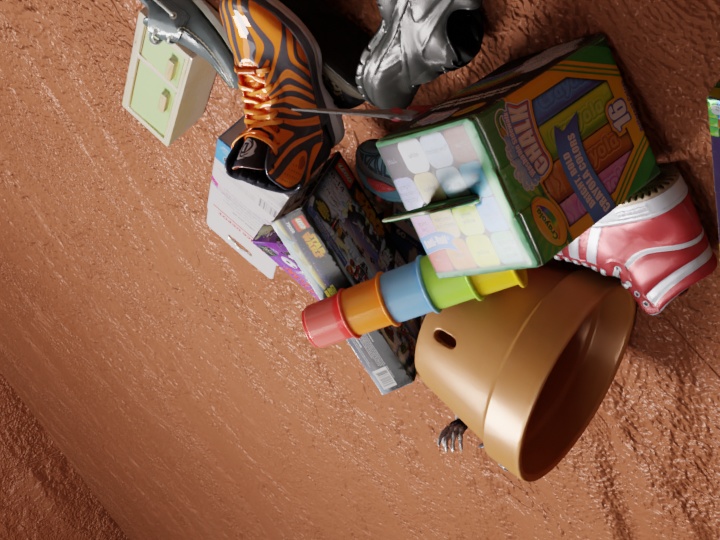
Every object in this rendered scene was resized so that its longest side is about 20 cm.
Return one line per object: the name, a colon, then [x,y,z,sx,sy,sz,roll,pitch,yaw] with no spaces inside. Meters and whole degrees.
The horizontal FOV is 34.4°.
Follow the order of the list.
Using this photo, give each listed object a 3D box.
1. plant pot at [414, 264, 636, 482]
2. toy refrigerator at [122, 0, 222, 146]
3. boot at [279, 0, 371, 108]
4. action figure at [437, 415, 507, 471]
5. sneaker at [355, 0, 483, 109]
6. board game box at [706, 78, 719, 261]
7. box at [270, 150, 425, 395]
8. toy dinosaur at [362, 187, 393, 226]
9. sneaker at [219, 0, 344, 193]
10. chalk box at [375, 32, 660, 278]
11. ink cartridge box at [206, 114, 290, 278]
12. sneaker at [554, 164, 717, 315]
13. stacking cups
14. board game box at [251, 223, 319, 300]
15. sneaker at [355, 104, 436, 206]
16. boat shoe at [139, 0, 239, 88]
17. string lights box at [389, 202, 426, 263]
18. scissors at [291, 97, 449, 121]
plant pot: [0.145,0.073,1.076,0.140,0.200,0.201,29,151,28]
toy refrigerator: [-0.207,-0.220,1.274,0.076,0.070,0.200,42,153,2]
boot: [-0.074,-0.213,1.104,0.200,0.073,0.151,39,154,-5]
action figure: [0.143,0.173,1.338,0.118,0.102,0.200,-16,117,47]
sneaker: [0.053,-0.187,0.964,0.090,0.076,0.200,32,154,9]
board game box: [0.341,-0.049,0.784,0.199,0.057,0.166,22,149,36]
box: [0.000,0.000,1.116,0.040,0.137,0.201,-25,109,24]
toy dinosaur: [-0.001,-0.052,1.231,0.047,0.089,0.200,21,163,-22]
sneaker: [-0.082,-0.145,1.019,0.077,0.112,0.200,10,146,36]
chalk box: [0.107,-0.075,0.886,0.125,0.200,0.125,-6,115,57]
ink cartridge box: [-0.110,-0.085,1.341,0.115,0.068,0.200,40,153,8]
sneaker: [0.210,-0.019,0.993,0.199,0.071,0.113,-7,122,55]
stacking cups: [0.043,0.015,1.015,0.199,0.061,0.061,-18,123,20]
board game box: [-0.015,0.023,1.241,0.200,0.032,0.120,42,166,-26]
sneaker: [0.071,-0.110,1.066,0.199,0.079,0.096,18,126,44]
boat shoe: [-0.181,-0.239,1.099,0.200,0.062,0.073,49,173,2]
string lights box: [0.083,-0.003,1.205,0.103,0.059,0.200,36,153,19]
scissors: [0.044,-0.127,0.959,0.073,0.199,0.014,39,126,44]
